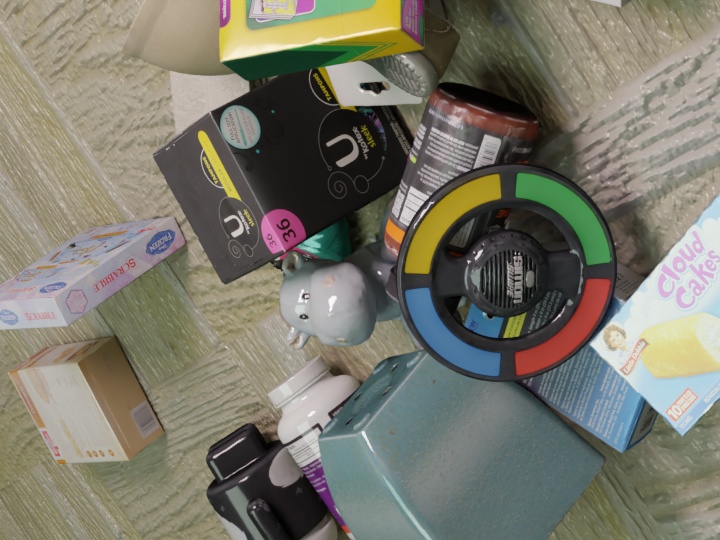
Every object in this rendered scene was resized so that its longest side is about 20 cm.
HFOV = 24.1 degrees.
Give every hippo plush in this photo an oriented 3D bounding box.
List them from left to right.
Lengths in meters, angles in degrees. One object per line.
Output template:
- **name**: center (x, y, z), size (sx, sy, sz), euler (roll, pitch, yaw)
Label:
- **hippo plush**: center (0.000, 0.000, 1.670), size (0.199, 0.159, 0.161), euler (24, 115, 56)

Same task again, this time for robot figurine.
- **robot figurine**: center (-0.114, 0.292, 2.081), size (0.124, 0.150, 0.201), euler (-27, 98, 40)

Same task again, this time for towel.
- **towel**: center (-0.156, -0.173, 1.839), size (0.132, 0.034, 0.202), euler (24, 134, 33)

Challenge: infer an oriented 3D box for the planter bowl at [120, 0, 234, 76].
- **planter bowl**: center (-0.128, -0.271, 1.625), size (0.134, 0.202, 0.200), euler (26, 143, -10)

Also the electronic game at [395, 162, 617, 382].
- **electronic game**: center (0.129, 0.003, 1.491), size (0.042, 0.198, 0.202), euler (-107, -5, -72)

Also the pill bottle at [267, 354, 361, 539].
- **pill bottle**: center (-0.018, 0.200, 1.917), size (0.201, 0.112, 0.112), euler (55, 143, -1)

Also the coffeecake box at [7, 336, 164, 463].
- **coffeecake box**: center (-0.381, 0.182, 2.329), size (0.199, 0.073, 0.155), euler (-10, 111, 50)

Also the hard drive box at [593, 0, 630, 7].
- **hard drive box**: center (0.146, -0.316, 1.363), size (0.199, 0.077, 0.157), euler (20, 132, 37)

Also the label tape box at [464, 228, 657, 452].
- **label tape box**: center (0.202, 0.054, 1.584), size (0.199, 0.066, 0.145), euler (34, 126, 28)

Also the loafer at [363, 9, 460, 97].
- **loafer**: center (0.012, -0.225, 1.491), size (0.200, 0.070, 0.075), euler (40, 163, 29)

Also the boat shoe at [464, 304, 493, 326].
- **boat shoe**: center (0.129, 0.096, 1.709), size (0.072, 0.071, 0.202), euler (21, 132, 35)

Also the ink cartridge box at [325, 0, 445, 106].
- **ink cartridge box**: center (0.008, -0.257, 1.566), size (0.116, 0.067, 0.202), euler (4, 120, 44)

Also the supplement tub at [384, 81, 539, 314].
- **supplement tub**: center (0.086, -0.063, 1.544), size (0.106, 0.107, 0.202), euler (28, 109, 30)

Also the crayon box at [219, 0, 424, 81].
- **crayon box**: center (-0.033, -0.277, 1.444), size (0.171, 0.058, 0.203), euler (-6, 75, 23)

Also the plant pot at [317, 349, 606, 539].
- **plant pot**: center (0.074, 0.189, 1.636), size (0.200, 0.196, 0.196), euler (46, 158, -10)

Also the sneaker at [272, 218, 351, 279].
- **sneaker**: center (-0.079, -0.013, 1.846), size (0.199, 0.083, 0.122), euler (-5, 105, 48)

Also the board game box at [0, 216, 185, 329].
- **board game box**: center (-0.343, 0.005, 2.044), size (0.199, 0.199, 0.041), euler (-5, 116, 49)

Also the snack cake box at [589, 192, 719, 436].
- **snack cake box**: center (0.300, 0.026, 1.419), size (0.115, 0.067, 0.201), euler (43, 121, 12)

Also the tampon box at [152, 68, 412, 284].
- **tampon box**: center (-0.071, -0.107, 1.653), size (0.126, 0.199, 0.151), euler (-26, 96, 53)
